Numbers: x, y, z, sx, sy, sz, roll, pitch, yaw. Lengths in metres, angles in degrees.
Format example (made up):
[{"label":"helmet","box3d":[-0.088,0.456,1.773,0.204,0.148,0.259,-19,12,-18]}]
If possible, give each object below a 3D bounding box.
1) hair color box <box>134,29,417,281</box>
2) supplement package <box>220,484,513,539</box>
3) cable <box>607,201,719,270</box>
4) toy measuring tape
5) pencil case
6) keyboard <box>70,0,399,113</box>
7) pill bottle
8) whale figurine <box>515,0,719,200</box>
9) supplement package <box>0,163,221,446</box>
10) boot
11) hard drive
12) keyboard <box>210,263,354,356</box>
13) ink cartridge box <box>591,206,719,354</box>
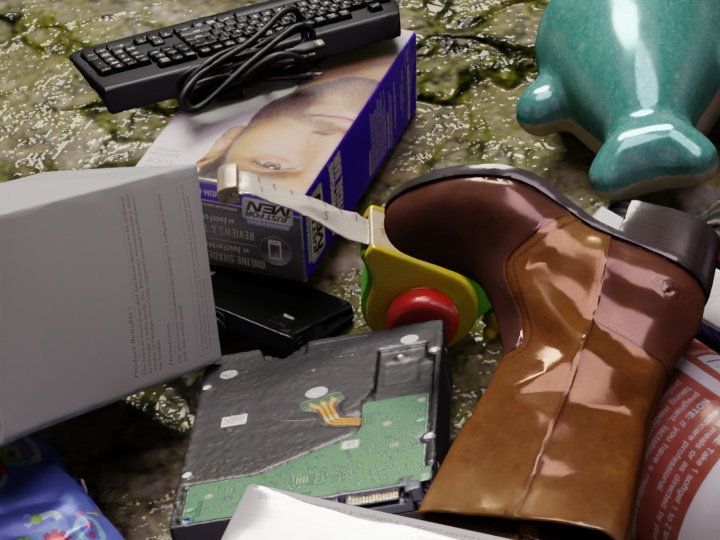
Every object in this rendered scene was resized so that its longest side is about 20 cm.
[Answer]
[{"label":"hair color box","box3d":[-0.048,-0.080,1.716,0.109,0.065,0.200,11,39,17]},{"label":"supplement package","box3d":[0.006,0.234,1.324,0.190,0.148,0.200,9,44,16]},{"label":"cable","box3d":[0.186,-0.007,1.582,0.199,0.097,0.050,17,64,48]},{"label":"toy measuring tape","box3d":[0.000,0.000,1.609,0.199,0.074,0.074,20,40,-17]},{"label":"pencil case","box3d":[-0.148,0.164,1.467,0.087,0.078,0.200,-22,45,-26]},{"label":"keyboard","box3d":[-0.068,-0.145,1.705,0.199,0.040,0.104,-18,34,-19]},{"label":"pill bottle","box3d":[0.176,0.104,1.473,0.112,0.113,0.200,-33,49,-27]},{"label":"whale figurine","box3d":[0.167,-0.121,1.704,0.158,0.104,0.200,-10,32,10]},{"label":"supplement package","box3d":[-0.182,0.015,1.528,0.117,0.118,0.200,-1,9,32]},{"label":"boot","box3d":[0.072,0.050,1.441,0.187,0.069,0.201,15,58,14]},{"label":"hard drive","box3d":[-0.022,0.093,1.507,0.139,0.038,0.200,-10,22,7]},{"label":"keyboard","box3d":[-0.110,0.016,1.667,0.199,0.040,0.104,21,25,28]},{"label":"ink cartridge box","box3d":[0.200,0.037,1.526,0.037,0.095,0.200,-45,41,-8]}]
